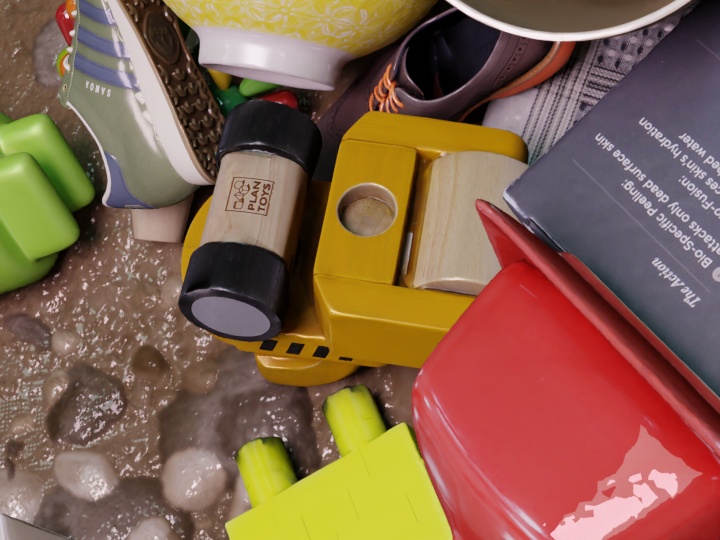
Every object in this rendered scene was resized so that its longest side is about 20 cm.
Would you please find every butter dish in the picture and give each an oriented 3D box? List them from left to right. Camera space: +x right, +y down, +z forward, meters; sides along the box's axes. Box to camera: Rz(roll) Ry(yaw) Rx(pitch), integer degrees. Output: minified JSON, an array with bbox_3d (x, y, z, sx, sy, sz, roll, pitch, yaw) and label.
[{"bbox_3d":[0.089,0.105,0.687,0.147,0.200,0.200,-39,52,-3],"label":"butter dish"}]

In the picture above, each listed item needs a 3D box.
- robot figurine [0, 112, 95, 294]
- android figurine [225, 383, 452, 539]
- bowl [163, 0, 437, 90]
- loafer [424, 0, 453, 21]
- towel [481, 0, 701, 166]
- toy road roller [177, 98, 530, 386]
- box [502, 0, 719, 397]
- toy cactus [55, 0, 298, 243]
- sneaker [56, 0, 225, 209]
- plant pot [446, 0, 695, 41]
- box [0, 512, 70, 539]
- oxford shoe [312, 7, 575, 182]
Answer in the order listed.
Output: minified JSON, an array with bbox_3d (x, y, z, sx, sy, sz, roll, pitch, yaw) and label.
[{"bbox_3d":[-0.274,-0.032,0.992,0.198,0.116,0.177,-16,37,20],"label":"robot figurine"},{"bbox_3d":[-0.001,0.167,0.831,0.181,0.041,0.202,-29,59,12],"label":"android figurine"},{"bbox_3d":[-0.042,-0.160,0.848,0.198,0.200,0.109,10,92,27],"label":"bowl"},{"bbox_3d":[0.093,-0.230,0.926,0.069,0.075,0.201,37,88,27],"label":"loafer"},{"bbox_3d":[0.161,-0.085,0.860,0.191,0.035,0.202,18,77,30],"label":"towel"},{"bbox_3d":[0.000,0.000,0.847,0.197,0.146,0.124,7,62,8],"label":"toy road roller"},{"bbox_3d":[0.211,-0.023,0.727,0.200,0.117,0.197,-43,53,3],"label":"box"},{"bbox_3d":[-0.120,-0.102,0.979,0.198,0.102,0.167,6,91,24],"label":"toy cactus"},{"bbox_3d":[-0.150,-0.129,0.907,0.089,0.067,0.202,-23,87,28],"label":"sneaker"},{"bbox_3d":[0.120,-0.196,0.763,0.185,0.200,0.190,0,91,16],"label":"plant pot"},{"bbox_3d":[-0.261,0.229,0.903,0.198,0.078,0.096,-28,60,12],"label":"box"},{"bbox_3d":[0.027,-0.105,0.880,0.199,0.072,0.072,-34,73,34],"label":"oxford shoe"}]
